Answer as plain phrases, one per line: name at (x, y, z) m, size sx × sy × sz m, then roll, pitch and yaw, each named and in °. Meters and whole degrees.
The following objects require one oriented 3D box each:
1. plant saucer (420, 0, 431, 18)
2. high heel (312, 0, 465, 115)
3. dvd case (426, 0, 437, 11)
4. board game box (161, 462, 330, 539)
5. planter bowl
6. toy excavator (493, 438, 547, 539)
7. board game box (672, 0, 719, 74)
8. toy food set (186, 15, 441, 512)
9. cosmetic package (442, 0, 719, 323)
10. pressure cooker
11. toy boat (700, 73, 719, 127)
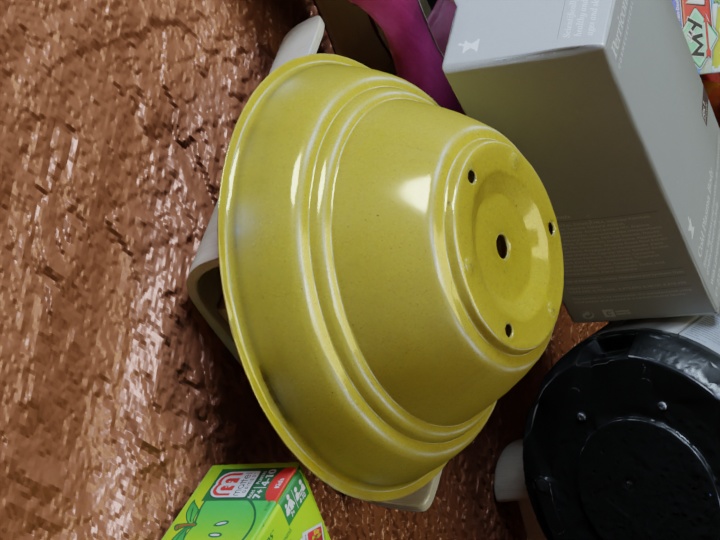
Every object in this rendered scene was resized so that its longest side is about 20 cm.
plant saucer at (0.028, -0.207, 0.993) m, size 0.200 × 0.029 × 0.202 m, roll 17°, pitch 70°, yaw -60°
high heel at (-0.009, -0.108, 0.885) m, size 0.199 × 0.067 × 0.097 m, roll 24°, pitch 98°, yaw -40°
dvd case at (0.099, -0.192, 0.883) m, size 0.149 × 0.199 × 0.016 m, roll 61°, pitch 39°, yaw -37°
board game box at (-0.066, 0.179, 0.743) m, size 0.200 × 0.047 × 0.102 m, roll -56°, pitch 133°, yaw -49°
planter bowl at (0.032, -0.005, 0.812) m, size 0.200 × 0.083 × 0.202 m, roll 21°, pitch 63°, yaw -51°
toy excavator at (0.152, 0.204, 1.103) m, size 0.199 × 0.099 × 0.196 m, roll 18°, pitch 69°, yaw -50°
board game box at (0.197, -0.211, 1.038) m, size 0.134 × 0.029 × 0.202 m, roll -10°, pitch 97°, yaw -38°
toy food set at (0.000, 0.000, 0.877) m, size 0.200 × 0.060 × 0.144 m, roll 57°, pitch 40°, yaw -42°
cosmetic package at (0.117, -0.074, 0.914) m, size 0.200 × 0.089 × 0.107 m, roll 59°, pitch 35°, yaw -47°
pressure cooker at (0.208, 0.086, 1.022) m, size 0.199 × 0.178 × 0.177 m, roll -29°, pitch 91°, yaw -46°
toy boat at (0.212, -0.091, 1.132) m, size 0.131 × 0.130 × 0.201 m, roll -48°, pitch 136°, yaw -28°
